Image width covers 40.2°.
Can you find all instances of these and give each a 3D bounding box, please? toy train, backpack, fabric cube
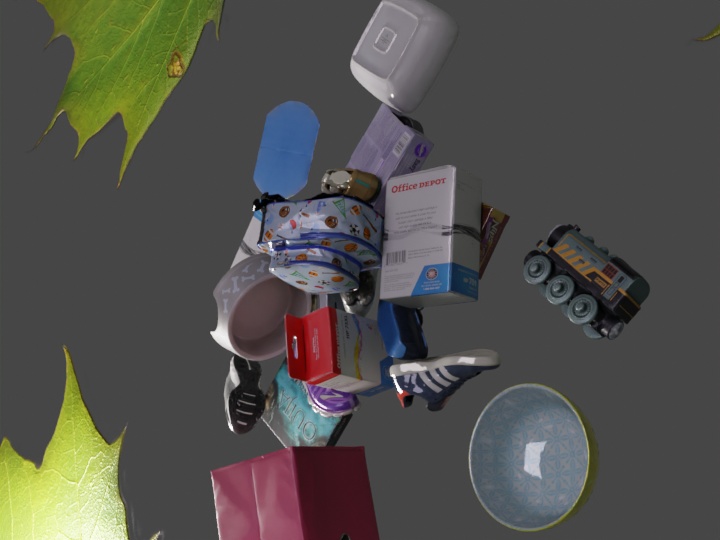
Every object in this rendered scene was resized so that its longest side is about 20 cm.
[{"bbox_3d":[0.325,0.014,1.431,0.114,0.085,0.200,-48,46,6],"label":"toy train"},{"bbox_3d":[-0.055,-0.048,1.615,0.189,0.199,0.156,-14,69,30],"label":"backpack"},{"bbox_3d":[-0.103,0.408,1.618,0.199,0.195,0.202,-22,68,34],"label":"fabric cube"}]

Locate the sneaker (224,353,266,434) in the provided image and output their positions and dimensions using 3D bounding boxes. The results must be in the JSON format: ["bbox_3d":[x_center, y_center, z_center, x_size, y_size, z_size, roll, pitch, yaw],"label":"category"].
[{"bbox_3d":[-0.225,0.247,1.875,0.201,0.073,0.080,-98,30,-59],"label":"sneaker"}]

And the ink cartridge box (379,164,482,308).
[{"bbox_3d":[0.113,-0.050,1.571,0.145,0.085,0.203,-8,71,42],"label":"ink cartridge box"}]

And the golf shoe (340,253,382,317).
[{"bbox_3d":[0.000,0.000,1.754,0.077,0.098,0.202,9,53,6],"label":"golf shoe"}]

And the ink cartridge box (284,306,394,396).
[{"bbox_3d":[-0.033,0.135,1.651,0.067,0.199,0.118,-24,61,36],"label":"ink cartridge box"}]

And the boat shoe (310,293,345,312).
[{"bbox_3d":[-0.065,0.032,1.808,0.062,0.072,0.203,-9,73,43],"label":"boat shoe"}]

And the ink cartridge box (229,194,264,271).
[{"bbox_3d":[-0.150,-0.021,1.843,0.086,0.146,0.202,34,102,45],"label":"ink cartridge box"}]

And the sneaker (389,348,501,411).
[{"bbox_3d":[0.141,0.178,1.569,0.198,0.075,0.086,-13,87,37],"label":"sneaker"}]

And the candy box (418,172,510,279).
[{"bbox_3d":[0.144,-0.079,1.650,0.199,0.056,0.118,30,98,44],"label":"candy box"}]

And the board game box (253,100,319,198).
[{"bbox_3d":[-0.139,-0.239,1.994,0.157,0.039,0.203,13,91,41],"label":"board game box"}]

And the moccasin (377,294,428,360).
[{"bbox_3d":[0.071,0.090,1.650,0.201,0.067,0.081,-96,25,-53],"label":"moccasin"}]

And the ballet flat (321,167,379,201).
[{"bbox_3d":[-0.033,-0.158,1.739,0.199,0.063,0.069,5,73,63],"label":"ballet flat"}]

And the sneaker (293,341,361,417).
[{"bbox_3d":[-0.069,0.182,1.737,0.200,0.080,0.084,46,146,42],"label":"sneaker"}]

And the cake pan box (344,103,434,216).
[{"bbox_3d":[0.038,-0.186,1.754,0.201,0.052,0.184,-60,29,14],"label":"cake pan box"}]

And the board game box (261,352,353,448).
[{"bbox_3d":[-0.106,0.262,1.804,0.200,0.028,0.136,40,105,44],"label":"board game box"}]

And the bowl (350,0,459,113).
[{"bbox_3d":[0.067,-0.415,1.821,0.200,0.074,0.201,43,107,45],"label":"bowl"}]

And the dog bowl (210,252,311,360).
[{"bbox_3d":[-0.174,0.072,1.765,0.059,0.199,0.202,38,103,45],"label":"dog bowl"}]

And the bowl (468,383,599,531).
[{"bbox_3d":[0.261,0.267,1.385,0.199,0.107,0.203,-16,65,40],"label":"bowl"}]
